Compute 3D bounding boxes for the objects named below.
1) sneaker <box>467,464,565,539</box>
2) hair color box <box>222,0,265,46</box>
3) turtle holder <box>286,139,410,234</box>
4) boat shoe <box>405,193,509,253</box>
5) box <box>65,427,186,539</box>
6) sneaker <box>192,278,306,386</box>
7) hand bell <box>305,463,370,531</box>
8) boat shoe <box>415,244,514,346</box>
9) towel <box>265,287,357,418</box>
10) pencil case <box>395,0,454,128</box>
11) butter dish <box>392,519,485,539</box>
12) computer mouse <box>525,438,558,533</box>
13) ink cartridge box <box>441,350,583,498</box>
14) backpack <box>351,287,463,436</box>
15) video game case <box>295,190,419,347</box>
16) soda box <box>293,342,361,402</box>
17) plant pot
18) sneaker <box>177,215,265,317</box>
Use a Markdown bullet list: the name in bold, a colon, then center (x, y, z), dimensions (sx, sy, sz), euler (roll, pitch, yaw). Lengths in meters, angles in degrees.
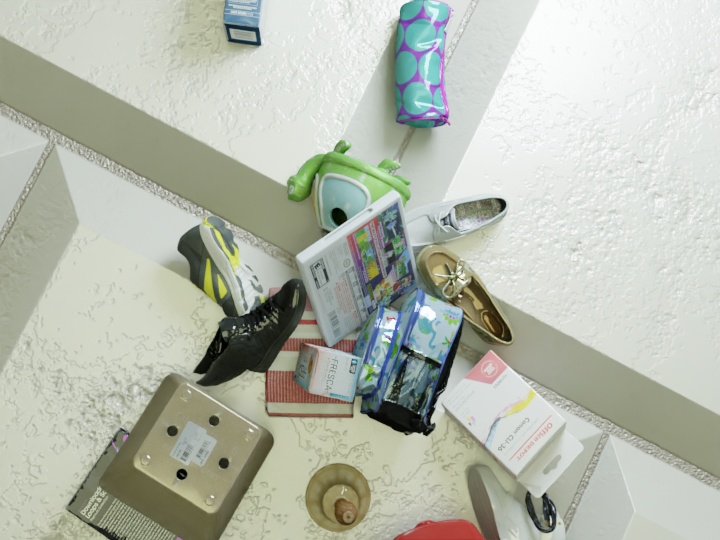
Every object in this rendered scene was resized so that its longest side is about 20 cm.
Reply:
- **sneaker**: center (0.249, 0.382, 1.585), dimensions (0.114, 0.074, 0.202), euler (-20, 84, -20)
- **hair color box**: center (-0.171, -0.464, 1.585), dimensions (0.060, 0.100, 0.203), euler (7, 85, -3)
- **turtle holder**: center (-0.021, -0.117, 1.554), dimensions (0.184, 0.141, 0.133), euler (25, 85, -4)
- **boat shoe**: center (0.140, -0.076, 1.600), dimensions (0.197, 0.069, 0.073), euler (-11, 87, -6)
- **box**: center (-0.324, 0.354, 1.546), dimensions (0.199, 0.036, 0.144), euler (35, 83, -3)
- **sneaker**: center (-0.164, 0.090, 1.507), dimensions (0.103, 0.060, 0.201), euler (15, 116, -33)
- **hand bell**: center (-0.026, 0.347, 1.489), dimensions (0.103, 0.200, 0.106), euler (0, 86, -5)
- **boat shoe**: center (0.168, 0.038, 1.585), dimensions (0.200, 0.063, 0.073), euler (43, 87, -10)
- **towel**: center (-0.076, 0.128, 1.591), dimensions (0.142, 0.023, 0.203), euler (2, 87, -7)
- **pencil case**: center (0.102, -0.327, 1.607), dimensions (0.091, 0.085, 0.203), euler (1, 86, 23)
- **butter dish**: center (0.114, 0.444, 1.531), dimensions (0.197, 0.149, 0.201), euler (-12, 131, -5)
- **computer mouse**: center (0.279, 0.305, 1.580), dimensions (0.058, 0.034, 0.203), euler (1, 68, 2)
- **ink cartridge box**: center (0.234, 0.235, 1.556), dimensions (0.117, 0.068, 0.200), euler (-45, 70, -7)
- **backpack**: center (0.065, 0.128, 1.523), dimensions (0.146, 0.183, 0.202), euler (26, 79, -4)
- **video game case**: center (0.000, 0.000, 1.522), dimensions (0.181, 0.201, 0.023), euler (-35, 50, -16)
- **soda box**: center (-0.051, 0.146, 1.482), dimensions (0.067, 0.200, 0.064), euler (13, 87, -9)
- **plant pot**: center (-0.240, 0.266, 1.464), dimensions (0.199, 0.177, 0.201), euler (32, 69, -4)
- **sneaker**: center (-0.213, 0.017, 1.571), dimensions (0.084, 0.074, 0.202), euler (-19, 98, 25)
